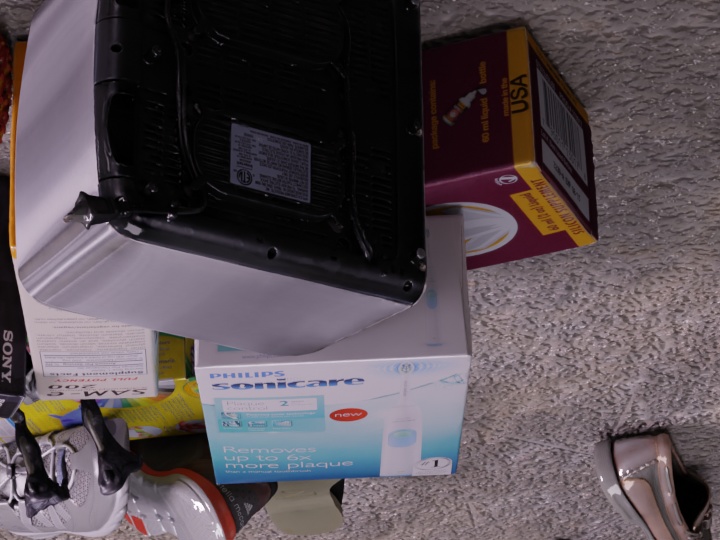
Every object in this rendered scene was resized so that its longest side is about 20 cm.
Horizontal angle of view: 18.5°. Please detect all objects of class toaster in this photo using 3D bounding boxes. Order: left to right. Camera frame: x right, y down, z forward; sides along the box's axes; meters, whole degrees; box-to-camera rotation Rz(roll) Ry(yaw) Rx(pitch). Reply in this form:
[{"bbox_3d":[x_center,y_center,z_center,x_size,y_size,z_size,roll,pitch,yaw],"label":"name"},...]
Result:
[{"bbox_3d":[-0.072,-0.066,1.073,0.199,0.181,0.119,13,152,-29],"label":"toaster"}]

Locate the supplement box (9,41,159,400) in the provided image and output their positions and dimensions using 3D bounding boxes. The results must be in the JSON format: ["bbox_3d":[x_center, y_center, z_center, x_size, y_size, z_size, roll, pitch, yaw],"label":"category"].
[{"bbox_3d":[-0.149,-0.023,1.220,0.073,0.126,0.200,-1,155,-4],"label":"supplement box"}]

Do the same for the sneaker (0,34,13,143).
[{"bbox_3d":[-0.231,-0.111,1.123,0.077,0.073,0.200,14,155,19],"label":"sneaker"}]

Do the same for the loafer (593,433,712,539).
[{"bbox_3d":[0.248,0.182,1.739,0.063,0.072,0.200,-21,146,20],"label":"loafer"}]

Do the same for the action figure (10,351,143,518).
[{"bbox_3d":[-0.216,0.051,1.378,0.119,0.201,0.102,-24,-166,-8],"label":"action figure"}]

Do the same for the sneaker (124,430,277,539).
[{"bbox_3d":[-0.125,0.145,1.579,0.200,0.082,0.077,23,137,51],"label":"sneaker"}]

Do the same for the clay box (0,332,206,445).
[{"bbox_3d":[-0.176,0.080,1.517,0.199,0.048,0.115,-7,157,7],"label":"clay box"}]

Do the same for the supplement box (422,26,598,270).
[{"bbox_3d":[0.018,-0.053,1.214,0.199,0.086,0.110,-12,153,21],"label":"supplement box"}]

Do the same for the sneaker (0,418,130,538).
[{"bbox_3d":[-0.220,0.149,1.515,0.082,0.075,0.200,8,157,-31],"label":"sneaker"}]

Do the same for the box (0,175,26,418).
[{"bbox_3d":[-0.284,0.000,1.239,0.199,0.143,0.036,10,151,-25],"label":"box"}]

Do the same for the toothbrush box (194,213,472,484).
[{"bbox_3d":[-0.015,0.048,1.225,0.146,0.086,0.200,-2,156,-2],"label":"toothbrush box"}]

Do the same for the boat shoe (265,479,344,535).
[{"bbox_3d":[-0.044,0.137,1.625,0.073,0.063,0.202,-3,157,0],"label":"boat shoe"}]
